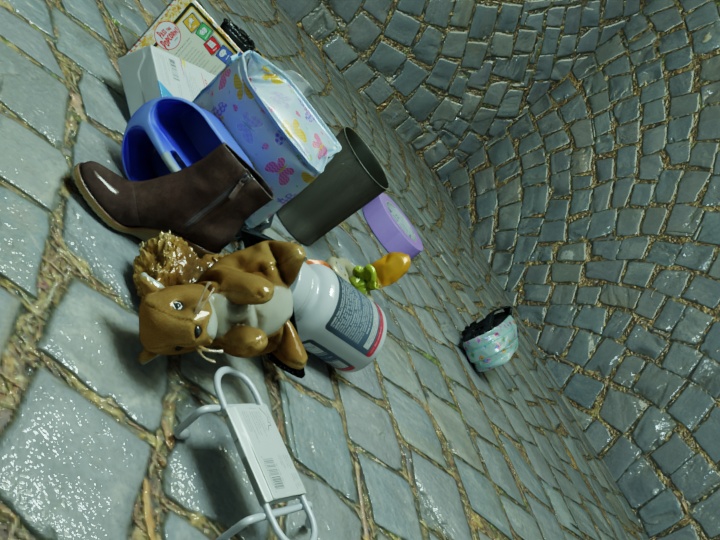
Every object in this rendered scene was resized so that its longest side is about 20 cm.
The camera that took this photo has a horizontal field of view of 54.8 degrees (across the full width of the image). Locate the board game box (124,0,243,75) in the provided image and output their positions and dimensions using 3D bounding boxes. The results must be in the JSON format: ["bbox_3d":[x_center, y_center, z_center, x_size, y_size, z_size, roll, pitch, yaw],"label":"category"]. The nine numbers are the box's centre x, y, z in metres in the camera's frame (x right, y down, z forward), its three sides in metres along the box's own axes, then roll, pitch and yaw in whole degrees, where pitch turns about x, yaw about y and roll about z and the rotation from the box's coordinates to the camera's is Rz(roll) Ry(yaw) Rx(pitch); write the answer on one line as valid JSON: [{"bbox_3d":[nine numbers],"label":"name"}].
[{"bbox_3d":[-0.284,-0.354,1.208,0.200,0.152,0.046,44,-3,-28],"label":"board game box"}]

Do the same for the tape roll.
[{"bbox_3d":[0.092,-0.118,1.945,0.200,0.065,0.201,47,18,-20],"label":"tape roll"}]

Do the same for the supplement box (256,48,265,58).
[{"bbox_3d":[-0.263,-0.509,1.755,0.199,0.068,0.067,40,20,-34],"label":"supplement box"}]

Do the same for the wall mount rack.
[{"bbox_3d":[-0.102,0.204,0.721,0.172,0.074,0.203,18,38,-58],"label":"wall mount rack"}]

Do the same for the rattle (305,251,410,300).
[{"bbox_3d":[0.000,0.000,1.319,0.200,0.140,0.133,42,36,-50],"label":"rattle"}]

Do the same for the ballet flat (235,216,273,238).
[{"bbox_3d":[-0.171,-0.104,1.164,0.073,0.073,0.200,50,16,-7],"label":"ballet flat"}]

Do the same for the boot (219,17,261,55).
[{"bbox_3d":[-0.284,-0.389,1.265,0.197,0.162,0.074,34,21,-47],"label":"boot"}]

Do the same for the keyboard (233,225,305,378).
[{"bbox_3d":[-0.126,0.046,0.886,0.103,0.039,0.205,23,-50,43],"label":"keyboard"}]

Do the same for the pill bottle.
[{"bbox_3d":[-0.059,0.061,1.041,0.199,0.119,0.121,38,21,-42],"label":"pill bottle"}]

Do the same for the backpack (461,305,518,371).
[{"bbox_3d":[0.356,0.191,1.898,0.128,0.165,0.199,58,22,4],"label":"backpack"}]

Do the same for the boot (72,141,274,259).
[{"bbox_3d":[-0.222,-0.103,0.838,0.199,0.165,0.073,42,18,-32],"label":"boot"}]

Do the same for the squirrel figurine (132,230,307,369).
[{"bbox_3d":[-0.177,0.038,0.772,0.197,0.146,0.184,20,24,37],"label":"squirrel figurine"}]

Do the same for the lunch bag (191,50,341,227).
[{"bbox_3d":[-0.152,-0.199,1.024,0.201,0.168,0.128,48,34,-13],"label":"lunch bag"}]

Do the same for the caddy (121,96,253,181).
[{"bbox_3d":[-0.229,-0.133,0.932,0.202,0.140,0.105,52,11,0],"label":"caddy"}]

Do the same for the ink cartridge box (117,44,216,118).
[{"bbox_3d":[-0.290,-0.269,1.113,0.199,0.066,0.119,-4,80,-71],"label":"ink cartridge box"}]

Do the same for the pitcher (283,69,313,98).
[{"bbox_3d":[-0.180,-0.244,1.252,0.120,0.168,0.205,31,67,-44],"label":"pitcher"}]

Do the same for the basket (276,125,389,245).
[{"bbox_3d":[-0.060,-0.156,1.345,0.136,0.199,0.182,43,19,-27],"label":"basket"}]
